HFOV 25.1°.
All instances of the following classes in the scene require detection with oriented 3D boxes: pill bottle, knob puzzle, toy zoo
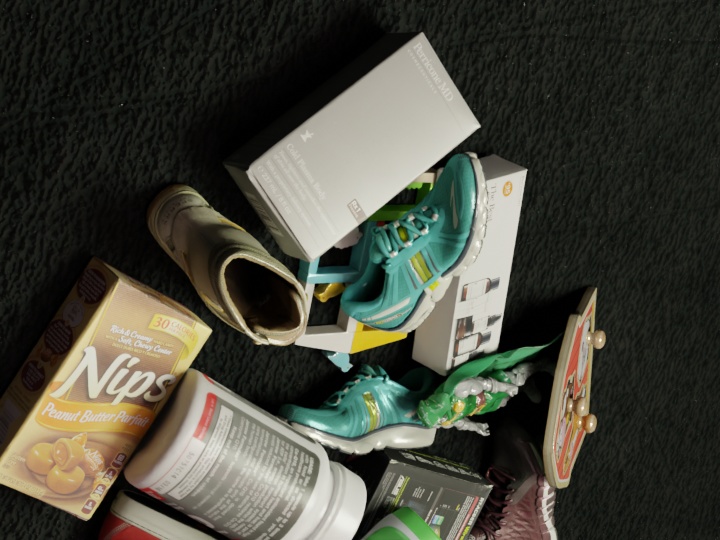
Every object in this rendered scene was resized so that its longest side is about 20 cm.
[{"bbox_3d":[-0.100,0.182,1.437,0.199,0.114,0.114,33,91,-24],"label":"pill bottle"},{"bbox_3d":[0.223,0.137,1.662,0.220,0.030,0.221,9,90,-73],"label":"knob puzzle"},{"bbox_3d":[0.000,0.000,1.519,0.131,0.020,0.201,-3,113,-35],"label":"toy zoo"}]

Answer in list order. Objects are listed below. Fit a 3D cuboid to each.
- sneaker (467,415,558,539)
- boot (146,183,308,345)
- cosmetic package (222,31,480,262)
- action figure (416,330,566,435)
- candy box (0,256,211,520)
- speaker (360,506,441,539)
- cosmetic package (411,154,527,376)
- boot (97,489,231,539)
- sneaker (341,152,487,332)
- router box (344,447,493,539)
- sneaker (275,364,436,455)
[{"bbox_3d":[0.145,0.256,1.715,0.115,0.076,0.201,-28,126,-18],"label":"sneaker"},{"bbox_3d":[-0.087,0.022,1.377,0.072,0.155,0.200,-46,128,-5],"label":"boot"},{"bbox_3d":[-0.007,-0.110,1.403,0.200,0.090,0.107,-40,109,-11],"label":"cosmetic package"},{"bbox_3d":[0.121,0.122,1.593,0.199,0.055,0.118,-13,145,-47],"label":"action figure"},{"bbox_3d":[-0.230,0.102,1.381,0.115,0.055,0.201,32,92,-42],"label":"candy box"},{"bbox_3d":[-0.004,0.321,1.550,0.200,0.088,0.089,-42,130,-9],"label":"speaker"},{"bbox_3d":[0.105,-0.005,1.560,0.082,0.050,0.201,-20,125,-44],"label":"cosmetic package"},{"bbox_3d":[-0.158,0.305,1.466,0.199,0.072,0.145,25,89,-2],"label":"boot"},{"bbox_3d":[0.051,-0.021,1.448,0.079,0.078,0.201,12,126,-28],"label":"sneaker"},{"bbox_3d":[0.027,0.278,1.646,0.149,0.062,0.201,21,99,-39],"label":"router box"},{"bbox_3d":[-0.003,0.129,1.556,0.199,0.077,0.080,-2,104,-45],"label":"sneaker"}]
